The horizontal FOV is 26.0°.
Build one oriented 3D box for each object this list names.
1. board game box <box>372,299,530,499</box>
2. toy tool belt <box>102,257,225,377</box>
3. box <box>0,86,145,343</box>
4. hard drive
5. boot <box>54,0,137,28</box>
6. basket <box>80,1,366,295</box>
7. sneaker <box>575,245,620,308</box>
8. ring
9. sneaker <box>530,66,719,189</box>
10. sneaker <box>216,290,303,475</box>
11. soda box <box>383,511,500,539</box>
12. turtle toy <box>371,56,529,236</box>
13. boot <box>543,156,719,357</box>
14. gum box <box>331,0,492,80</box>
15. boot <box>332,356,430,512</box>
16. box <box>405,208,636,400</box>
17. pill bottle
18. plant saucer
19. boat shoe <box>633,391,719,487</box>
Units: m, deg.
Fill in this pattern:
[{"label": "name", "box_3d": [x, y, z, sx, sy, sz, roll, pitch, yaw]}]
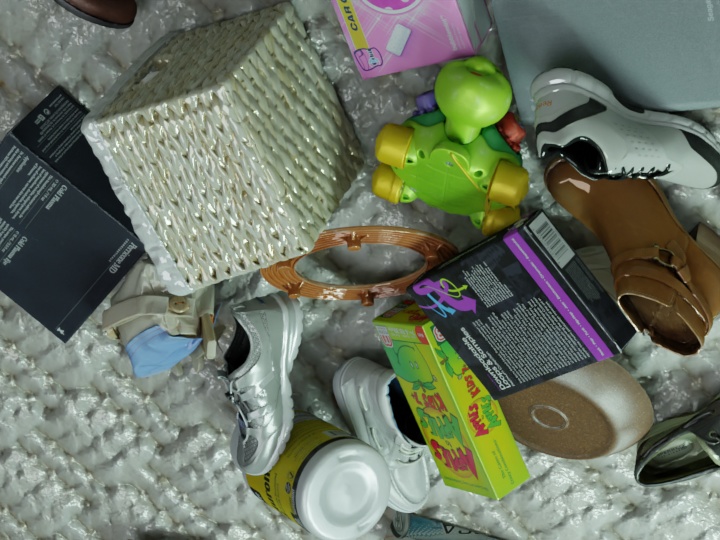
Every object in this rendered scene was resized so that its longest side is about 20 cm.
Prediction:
[{"label": "board game box", "box_3d": [0.092, 0.130, 1.587, 0.102, 0.048, 0.200, 3, 120, 61]}, {"label": "toy tool belt", "box_3d": [-0.207, 0.066, 1.642, 0.123, 0.125, 0.200, 63, 149, 12]}, {"label": "box", "box_3d": [-0.318, -0.056, 1.650, 0.182, 0.104, 0.200, 41, 130, -8]}, {"label": "hard drive", "box_3d": [0.223, -0.202, 1.356, 0.200, 0.033, 0.140, -3, 123, 25]}, {"label": "boot", "box_3d": [-0.236, -0.345, 1.446, 0.188, 0.068, 0.200, 48, 121, -5]}, {"label": "basket", "box_3d": [-0.120, -0.116, 1.461, 0.161, 0.198, 0.200, -12, 118, 27]}, {"label": "sneaker", "box_3d": [0.170, 0.026, 1.502, 0.200, 0.099, 0.078, -6, 122, 27]}, {"label": "ring", "box_3d": [0.000, 0.000, 1.530, 0.200, 0.019, 0.200, -3, 160, -1]}, {"label": "sneaker", "box_3d": [0.231, -0.103, 1.361, 0.200, 0.080, 0.074, 19, 151, -19]}, {"label": "sneaker", "box_3d": [-0.117, 0.117, 1.619, 0.075, 0.082, 0.201, 27, 115, 57]}, {"label": "soda box", "box_3d": [0.123, 0.343, 1.776, 0.200, 0.068, 0.064, 15, 128, 12]}, {"label": "turtle toy", "box_3d": [0.092, -0.116, 1.415, 0.145, 0.101, 0.200, 20, 158, 6]}, {"label": "boot", "box_3d": [0.243, -0.017, 1.402, 0.200, 0.155, 0.074, 29, 130, 1]}, {"label": "gum box", "box_3d": [0.026, -0.278, 1.361, 0.113, 0.066, 0.200, -9, 120, 26]}, {"label": "boot", "box_3d": [0.043, 0.187, 1.675, 0.095, 0.074, 0.200, 10, 133, 54]}, {"label": "box", "box_3d": [0.144, 0.036, 1.437, 0.143, 0.036, 0.200, 52, 144, -7]}, {"label": "pill bottle", "box_3d": [-0.062, 0.213, 1.689, 0.200, 0.111, 0.111, 19, 142, 58]}, {"label": "plant saucer", "box_3d": [0.195, 0.137, 1.578, 0.200, 0.037, 0.201, 18, 146, 13]}, {"label": "boat shoe", "box_3d": [0.356, 0.167, 1.547, 0.201, 0.066, 0.072, -31, 108, 37]}]
